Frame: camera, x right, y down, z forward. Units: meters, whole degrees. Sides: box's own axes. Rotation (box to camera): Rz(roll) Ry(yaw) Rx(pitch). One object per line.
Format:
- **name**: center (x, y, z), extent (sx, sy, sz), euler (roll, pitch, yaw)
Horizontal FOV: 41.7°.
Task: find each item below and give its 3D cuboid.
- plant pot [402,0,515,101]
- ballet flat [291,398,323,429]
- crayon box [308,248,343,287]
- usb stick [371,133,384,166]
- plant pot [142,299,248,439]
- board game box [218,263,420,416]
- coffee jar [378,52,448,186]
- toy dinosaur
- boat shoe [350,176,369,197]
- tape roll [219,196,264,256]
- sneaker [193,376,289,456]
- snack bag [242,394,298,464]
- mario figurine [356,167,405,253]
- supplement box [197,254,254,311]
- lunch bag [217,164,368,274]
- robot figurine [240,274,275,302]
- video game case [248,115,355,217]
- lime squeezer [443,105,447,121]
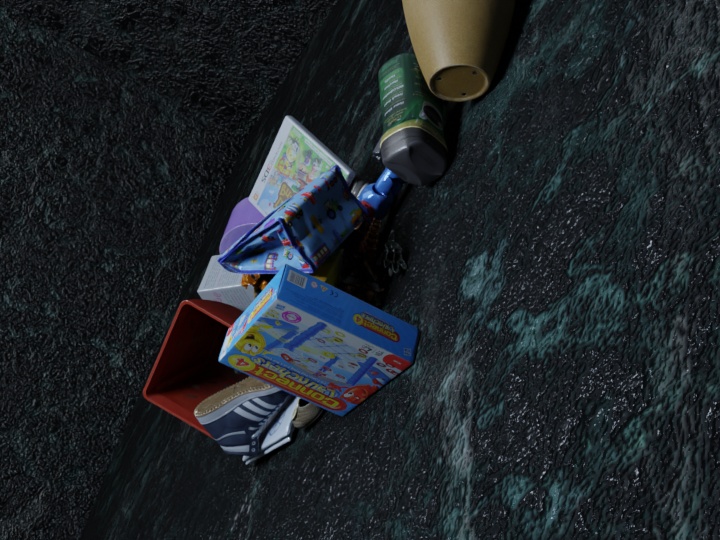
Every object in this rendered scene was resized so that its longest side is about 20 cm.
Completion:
- **plant pot**: center (0.151, -0.365, 1.436), extent (0.186, 0.185, 0.201), euler (-40, 43, 54)
- **ballet flat**: center (-0.056, 0.166, 1.409), extent (0.200, 0.046, 0.068), euler (-51, 18, 36)
- **crayon box**: center (-0.063, 0.044, 1.416), extent (0.200, 0.050, 0.128), euler (-65, -20, -70)
- **usb stick**: center (0.079, -0.267, 1.594), extent (0.201, 0.033, 0.055), euler (-60, -13, -2)
- **plant pot**: center (-0.238, 0.167, 1.705), extent (0.201, 0.199, 0.176), euler (-64, -8, 15)
- **board game box**: center (-0.058, 0.098, 1.242), extent (0.196, 0.199, 0.056), euler (-45, 25, 49)
- **coffee jar**: center (0.080, -0.232, 1.463), extent (0.085, 0.104, 0.201), euler (-27, 47, 34)
- **toy dinosaur**: center (0.000, 0.000, 1.438), extent (0.136, 0.102, 0.201), euler (111, 154, -53)
- **boat shoe**: center (-0.021, -0.138, 1.704), extent (0.067, 0.057, 0.200), euler (-64, 1, 2)
- **tape roll**: center (-0.168, -0.049, 1.847), extent (0.200, 0.199, 0.085), euler (-47, 21, 45)
- **sneaker**: center (-0.159, 0.229, 1.541), extent (0.199, 0.109, 0.070), euler (-25, 20, 10)
- **snack bag**: center (-0.126, 0.219, 1.599), extent (0.189, 0.021, 0.201), euler (-41, 24, 52)
- **mario figurine**: center (0.002, -0.114, 1.558), extent (0.200, 0.123, 0.106), euler (-56, 37, 7)
- **supplement box**: center (-0.191, 0.027, 1.795), extent (0.199, 0.101, 0.104), euler (-8, 43, 22)
- **lunch bag**: center (-0.112, -0.057, 1.406), extent (0.199, 0.094, 0.151), euler (-16, 24, 47)
- **robot figurine**: center (-0.143, 0.007, 1.509), extent (0.200, 0.058, 0.146), euler (-147, 70, -65)
- **video game case**: center (-0.110, -0.149, 1.693), extent (0.200, 0.022, 0.183), euler (44, 118, 34)
- **lime squeezer**: center (0.121, -0.247, 1.573), extent (0.200, 0.037, 0.071), euler (-112, 19, -70)
